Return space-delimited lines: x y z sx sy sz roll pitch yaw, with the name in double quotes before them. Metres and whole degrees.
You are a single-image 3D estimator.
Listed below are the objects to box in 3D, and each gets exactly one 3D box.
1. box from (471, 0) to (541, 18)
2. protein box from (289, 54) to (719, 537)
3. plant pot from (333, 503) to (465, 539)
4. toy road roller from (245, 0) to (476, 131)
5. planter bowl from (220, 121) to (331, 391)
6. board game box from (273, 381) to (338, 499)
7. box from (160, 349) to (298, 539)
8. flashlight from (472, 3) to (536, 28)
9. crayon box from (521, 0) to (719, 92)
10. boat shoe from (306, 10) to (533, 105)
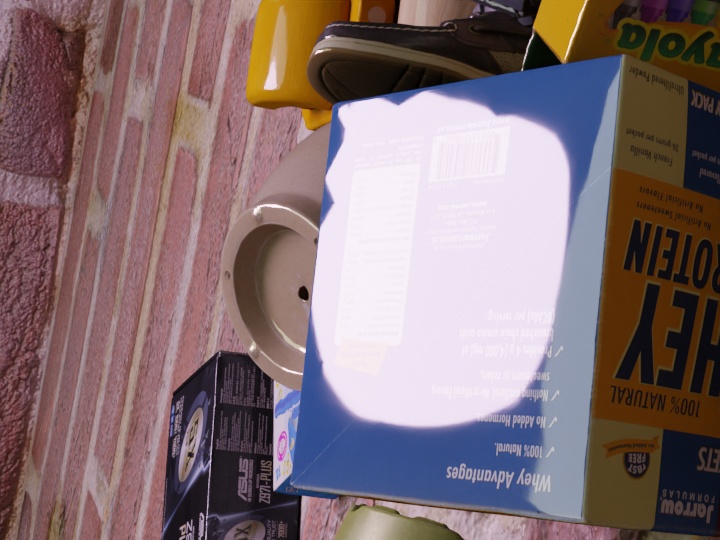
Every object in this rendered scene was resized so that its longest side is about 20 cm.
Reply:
"box" 0.060 -0.263 0.892 0.160 0.044 0.200 28 120 31
"protein box" 0.086 0.020 0.768 0.199 0.135 0.200 -3 78 49
"plant pot" 0.024 0.240 0.902 0.200 0.200 0.190 -11 60 70
"toy road roller" 0.001 -0.155 1.162 0.200 0.146 0.123 172 106 -70
"planter bowl" 0.000 0.000 0.983 0.200 0.135 0.200 18 118 39
"board game box" -0.013 0.054 1.248 0.196 0.056 0.200 128 145 -56
"box" -0.120 0.193 1.448 0.164 0.086 0.200 141 134 -62
"flashlight" 0.109 -0.067 0.927 0.068 0.068 0.200 47 -146 -69
"crayon box" 0.164 -0.154 0.730 0.051 0.127 0.200 -115 37 -58
"boat shoe" 0.071 -0.109 0.871 0.072 0.201 0.066 113 166 -63
